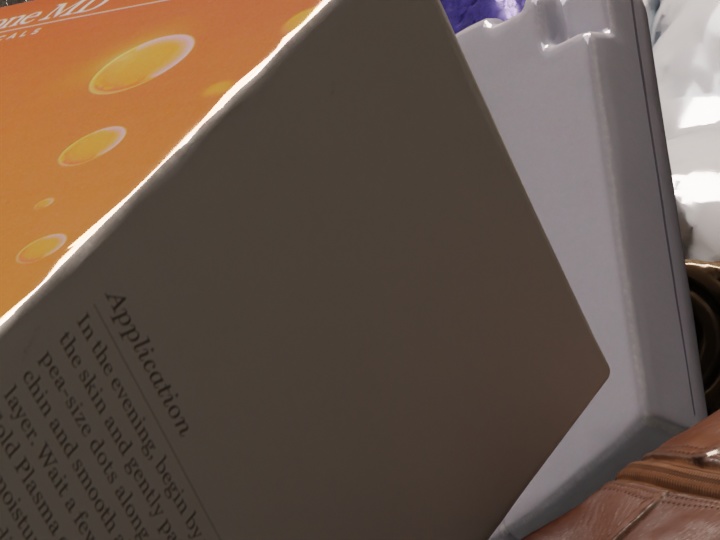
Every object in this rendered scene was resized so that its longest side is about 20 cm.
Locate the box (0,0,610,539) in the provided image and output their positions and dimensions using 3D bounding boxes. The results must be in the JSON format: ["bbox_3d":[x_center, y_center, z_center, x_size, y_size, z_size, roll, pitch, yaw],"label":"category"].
[{"bbox_3d":[-0.068,0.040,0.475,0.124,0.097,0.200,-7,29,38],"label":"box"}]

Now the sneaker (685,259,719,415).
[{"bbox_3d":[0.122,0.027,0.691,0.200,0.070,0.076,-14,-13,14],"label":"sneaker"}]

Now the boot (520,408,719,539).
[{"bbox_3d":[0.104,0.034,0.439,0.186,0.064,0.200,-34,3,-17],"label":"boot"}]

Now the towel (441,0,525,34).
[{"bbox_3d":[0.000,0.000,0.782,0.200,0.050,0.148,-51,31,29],"label":"towel"}]

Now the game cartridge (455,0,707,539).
[{"bbox_3d":[-0.007,0.029,0.681,0.200,0.133,0.041,-25,-36,36],"label":"game cartridge"}]

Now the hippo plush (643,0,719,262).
[{"bbox_3d":[0.112,-0.003,0.804,0.200,0.159,0.161,-33,25,30],"label":"hippo plush"}]
